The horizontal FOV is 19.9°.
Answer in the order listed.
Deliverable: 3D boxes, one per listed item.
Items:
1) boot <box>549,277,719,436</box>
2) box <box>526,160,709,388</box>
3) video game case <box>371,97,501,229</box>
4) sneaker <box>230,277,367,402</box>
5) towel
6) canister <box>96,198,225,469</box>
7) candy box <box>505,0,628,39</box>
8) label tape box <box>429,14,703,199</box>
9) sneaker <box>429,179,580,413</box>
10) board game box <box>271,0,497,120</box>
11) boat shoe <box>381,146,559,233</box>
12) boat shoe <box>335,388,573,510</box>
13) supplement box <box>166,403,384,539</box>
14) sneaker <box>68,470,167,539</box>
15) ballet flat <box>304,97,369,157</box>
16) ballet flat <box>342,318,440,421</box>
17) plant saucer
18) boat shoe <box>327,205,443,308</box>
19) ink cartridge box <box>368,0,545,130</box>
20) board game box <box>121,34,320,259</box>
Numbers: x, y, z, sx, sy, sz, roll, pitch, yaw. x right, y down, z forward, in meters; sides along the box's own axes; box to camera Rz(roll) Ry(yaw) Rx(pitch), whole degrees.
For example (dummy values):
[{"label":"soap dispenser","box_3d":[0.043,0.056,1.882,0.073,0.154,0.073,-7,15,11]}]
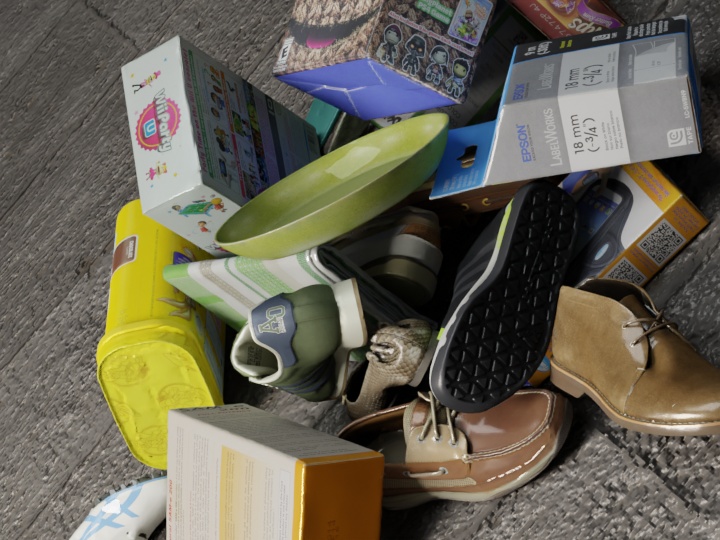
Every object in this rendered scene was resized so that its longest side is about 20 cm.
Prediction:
[{"label":"boot","box_3d":[0.189,0.057,1.357,0.200,0.074,0.076,24,121,56]},{"label":"box","box_3d":[0.152,-0.003,1.517,0.200,0.041,0.119,-43,33,7]},{"label":"video game case","box_3d":[0.035,-0.071,1.751,0.143,0.017,0.200,1,58,51]},{"label":"sneaker","box_3d":[-0.054,0.056,1.527,0.200,0.090,0.067,116,143,-70]},{"label":"towel","box_3d":[-0.049,0.025,1.633,0.200,0.149,0.031,-5,53,50]},{"label":"canister","box_3d":[-0.165,0.049,1.758,0.087,0.149,0.200,-12,40,8]},{"label":"candy box","box_3d":[0.143,-0.254,1.713,0.056,0.117,0.200,-44,33,14]},{"label":"label tape box","box_3d":[0.148,-0.123,1.511,0.200,0.063,0.144,-9,22,12]},{"label":"sneaker","box_3d":[0.099,0.025,1.470,0.083,0.072,0.200,-33,23,58]},{"label":"board game box","box_3d":[0.033,-0.235,1.652,0.159,0.097,0.200,-3,66,60]},{"label":"boat shoe","box_3d":[0.068,-0.060,1.638,0.200,0.068,0.072,-16,22,33]},{"label":"boat shoe","box_3d":[0.061,0.122,1.469,0.200,0.072,0.076,-22,42,37]},{"label":"supplement box","box_3d":[-0.066,0.178,1.518,0.200,0.074,0.126,15,105,55]},{"label":"sneaker","box_3d":[-0.219,0.244,1.710,0.200,0.072,0.072,-41,67,3]},{"label":"ballet flat","box_3d":[-0.039,-0.086,1.821,0.067,0.062,0.200,30,88,46]},{"label":"ballet flat","box_3d":[0.014,0.072,1.530,0.200,0.046,0.067,131,160,-73]},{"label":"plant saucer","box_3d":[-0.016,-0.058,1.546,0.200,0.031,0.200,-27,13,7]},{"label":"boat shoe","box_3d":[0.000,0.000,1.652,0.200,0.075,0.068,-14,52,51]},{"label":"ink cartridge box","box_3d":[0.055,-0.150,1.734,0.200,0.059,0.104,-49,33,2]},{"label":"board game box","box_3d":[-0.105,-0.084,1.695,0.064,0.200,0.148,-25,57,23]}]
